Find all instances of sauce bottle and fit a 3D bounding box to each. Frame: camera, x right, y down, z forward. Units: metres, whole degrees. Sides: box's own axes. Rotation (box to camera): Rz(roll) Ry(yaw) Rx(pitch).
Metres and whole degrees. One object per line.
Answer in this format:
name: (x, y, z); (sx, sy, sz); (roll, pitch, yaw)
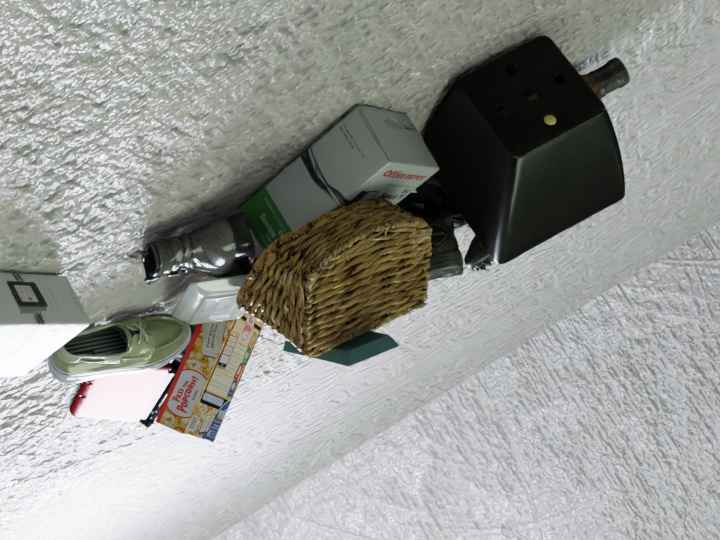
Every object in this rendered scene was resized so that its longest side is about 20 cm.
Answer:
sauce bottle: (0.271, -0.222, 1.875); (0.199, 0.066, 0.066); (-28, 165, -5)

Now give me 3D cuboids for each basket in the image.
basket: (-0.034, -0.015, 1.615); (0.199, 0.149, 0.144); (-23, 128, -34)

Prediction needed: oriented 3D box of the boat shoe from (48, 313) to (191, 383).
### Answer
boat shoe: (-0.300, 0.096, 1.768); (0.199, 0.072, 0.062); (-17, 163, -34)

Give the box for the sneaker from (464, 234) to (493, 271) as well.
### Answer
sneaker: (0.179, -0.084, 1.807); (0.200, 0.090, 0.067); (-50, 172, -26)

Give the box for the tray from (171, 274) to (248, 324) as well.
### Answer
tray: (-0.172, 0.038, 1.731); (0.106, 0.022, 0.200); (-7, 169, -16)

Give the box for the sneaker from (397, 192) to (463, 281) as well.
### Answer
sneaker: (0.092, -0.043, 1.823); (0.076, 0.115, 0.199); (-11, 174, 0)

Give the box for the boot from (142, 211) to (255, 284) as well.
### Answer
boot: (-0.198, -0.015, 1.653); (0.131, 0.070, 0.200); (-16, 164, -10)

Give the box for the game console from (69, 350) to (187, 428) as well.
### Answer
game console: (-0.308, 0.136, 1.987); (0.173, 0.118, 0.200); (-59, -175, -36)

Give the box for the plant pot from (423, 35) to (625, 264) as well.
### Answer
plant pot: (0.206, -0.166, 1.712); (0.199, 0.200, 0.178); (-27, 154, -13)

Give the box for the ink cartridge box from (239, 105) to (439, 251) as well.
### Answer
ink cartridge box: (-0.023, -0.100, 1.656); (0.200, 0.083, 0.146); (-39, 164, 23)

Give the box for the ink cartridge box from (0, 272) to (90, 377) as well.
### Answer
ink cartridge box: (-0.396, 0.060, 1.468); (0.116, 0.067, 0.200); (-36, 165, 19)

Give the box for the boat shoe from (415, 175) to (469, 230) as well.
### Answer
boat shoe: (0.138, -0.089, 1.867); (0.073, 0.068, 0.199); (-29, 138, 22)

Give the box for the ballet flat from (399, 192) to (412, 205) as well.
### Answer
ballet flat: (-0.022, -0.065, 1.841); (0.199, 0.072, 0.072); (-25, 164, -14)

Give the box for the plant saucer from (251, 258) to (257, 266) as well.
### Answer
plant saucer: (-0.071, 0.058, 1.845); (0.032, 0.200, 0.200); (-52, 163, 3)

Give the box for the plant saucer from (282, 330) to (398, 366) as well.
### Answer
plant saucer: (-0.028, 0.085, 1.647); (0.069, 0.019, 0.200); (-21, -170, -23)

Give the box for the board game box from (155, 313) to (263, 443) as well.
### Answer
board game box: (-0.202, 0.133, 1.921); (0.152, 0.046, 0.201); (52, 61, -75)
